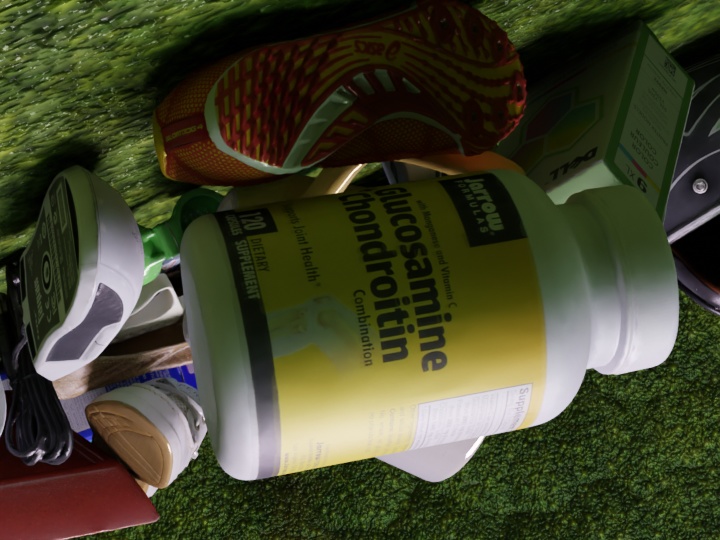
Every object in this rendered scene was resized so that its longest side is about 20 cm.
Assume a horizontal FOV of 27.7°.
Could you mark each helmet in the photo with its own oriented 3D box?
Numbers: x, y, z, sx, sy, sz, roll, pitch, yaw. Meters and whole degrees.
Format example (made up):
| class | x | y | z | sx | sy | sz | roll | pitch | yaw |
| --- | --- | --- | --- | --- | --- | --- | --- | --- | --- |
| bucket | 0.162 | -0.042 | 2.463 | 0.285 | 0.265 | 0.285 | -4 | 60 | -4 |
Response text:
| class | x | y | z | sx | sy | sz | roll | pitch | yaw |
| --- | --- | --- | --- | --- | --- | --- | --- | --- | --- |
| helmet | 0.278 | -0.069 | 1.099 | 0.201 | 0.190 | 0.200 | -58 | -172 | 13 |

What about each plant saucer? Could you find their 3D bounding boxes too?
| class | x | y | z | sx | sy | sz | roll | pitch | yaw |
| --- | --- | --- | --- | --- | --- | --- | --- | --- | --- |
| plant saucer | -0.260 | 0.124 | 0.934 | 0.199 | 0.037 | 0.199 | -4 | -164 | -39 |

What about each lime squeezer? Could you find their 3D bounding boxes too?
| class | x | y | z | sx | sy | sz | roll | pitch | yaw |
| --- | --- | --- | --- | --- | --- | --- | --- | --- | --- |
| lime squeezer | -0.103 | -0.019 | 0.822 | 0.199 | 0.038 | 0.071 | -26 | 173 | 5 |

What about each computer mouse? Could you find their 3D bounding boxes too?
| class | x | y | z | sx | sy | sz | roll | pitch | yaw |
| --- | --- | --- | --- | --- | --- | --- | --- | --- | --- |
| computer mouse | -0.140 | 0.017 | 0.714 | 0.044 | 0.110 | 0.200 | -1 | 157 | -26 |

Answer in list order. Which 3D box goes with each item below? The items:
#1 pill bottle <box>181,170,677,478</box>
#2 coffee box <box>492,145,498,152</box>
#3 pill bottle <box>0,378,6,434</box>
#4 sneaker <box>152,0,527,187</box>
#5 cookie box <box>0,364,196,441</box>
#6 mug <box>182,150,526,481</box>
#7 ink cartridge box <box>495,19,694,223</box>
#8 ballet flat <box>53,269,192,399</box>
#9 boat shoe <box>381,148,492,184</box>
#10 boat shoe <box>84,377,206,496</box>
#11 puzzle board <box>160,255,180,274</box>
| class | x | y | z | sx | sy | sz | roll | pitch | yaw |
| --- | --- | --- | --- | --- | --- | --- | --- | --- | --- |
| pill bottle | 0.029 | 0.018 | 0.630 | 0.198 | 0.113 | 0.112 | -10 | 170 | -12 |
| coffee box | 0.024 | -0.018 | 1.042 | 0.199 | 0.044 | 0.123 | -26 | -162 | 9 |
| pill bottle | -0.285 | 0.097 | 0.769 | 0.199 | 0.113 | 0.112 | -28 | 172 | 27 |
| sneaker | -0.004 | -0.079 | 0.642 | 0.199 | 0.074 | 0.077 | -10 | -177 | -41 |
| cookie box | -0.174 | 0.082 | 1.133 | 0.199 | 0.076 | 0.171 | -20 | 176 | 27 |
| mug | -0.003 | 0.002 | 0.771 | 0.152 | 0.188 | 0.150 | 18 | -166 | -14 |
| ink cartridge box | 0.126 | -0.051 | 0.853 | 0.104 | 0.059 | 0.201 | -30 | -155 | 39 |
| ballet flat | -0.119 | 0.023 | 0.918 | 0.199 | 0.068 | 0.072 | -15 | 151 | -28 |
| boat shoe | 0.047 | -0.071 | 0.846 | 0.066 | 0.070 | 0.200 | -22 | 166 | -2 |
| boat shoe | -0.132 | 0.098 | 0.946 | 0.069 | 0.071 | 0.200 | -42 | 179 | -20 |
| puzzle board | -0.107 | -0.006 | 0.998 | 0.150 | 0.017 | 0.200 | -21 | 172 | -26 |
